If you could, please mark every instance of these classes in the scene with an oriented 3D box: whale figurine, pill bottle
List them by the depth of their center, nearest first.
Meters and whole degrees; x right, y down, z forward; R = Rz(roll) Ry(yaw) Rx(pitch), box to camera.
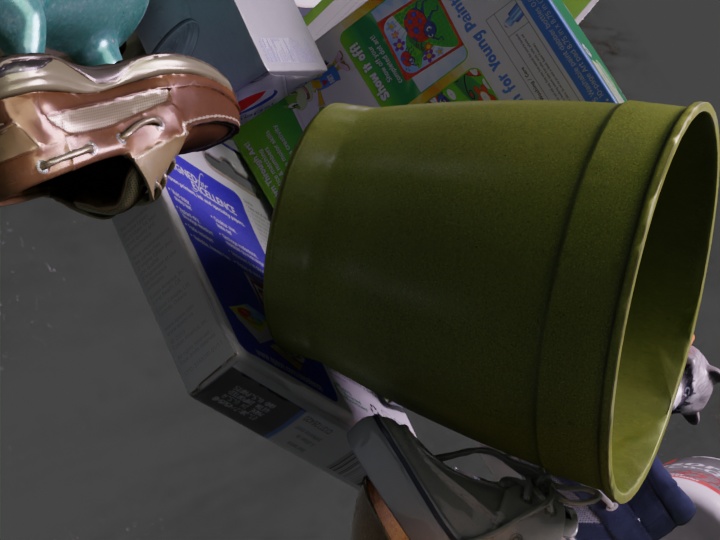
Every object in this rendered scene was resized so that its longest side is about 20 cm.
[{"bbox_3d":[-0.165,-0.159,1.423,0.159,0.104,0.200,51,12,-10],"label":"whale figurine"},{"bbox_3d":[0.214,0.182,1.804,0.116,0.116,0.200,56,14,8],"label":"pill bottle"}]

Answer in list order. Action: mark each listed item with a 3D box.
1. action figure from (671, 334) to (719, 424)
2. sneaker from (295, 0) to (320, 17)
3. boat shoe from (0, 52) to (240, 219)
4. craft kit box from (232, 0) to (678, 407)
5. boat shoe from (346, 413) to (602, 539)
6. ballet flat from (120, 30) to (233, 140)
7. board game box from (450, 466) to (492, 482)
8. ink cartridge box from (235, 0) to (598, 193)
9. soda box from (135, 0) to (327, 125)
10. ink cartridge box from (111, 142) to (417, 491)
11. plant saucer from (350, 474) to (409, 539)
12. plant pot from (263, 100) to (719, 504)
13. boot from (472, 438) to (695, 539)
[{"bbox_3d":[0.128,0.033,1.623,0.193,0.105,0.200,29,6,-11],"label":"action figure"},{"bbox_3d":[-0.077,-0.180,1.797,0.199,0.079,0.130,51,13,-8],"label":"sneaker"},{"bbox_3d":[-0.130,-0.060,1.364,0.200,0.076,0.074,-6,71,-53],"label":"boat shoe"},{"bbox_3d":[0.050,-0.061,1.522,0.200,0.197,0.049,60,14,19],"label":"craft kit box"},{"bbox_3d":[0.081,0.130,1.396,0.202,0.086,0.075,49,6,-20],"label":"boat shoe"},{"bbox_3d":[-0.136,-0.138,1.576,0.200,0.074,0.074,48,16,-14],"label":"ballet flat"},{"bbox_3d":[0.085,0.162,1.561,0.105,0.023,0.200,59,4,10],"label":"board game box"},{"bbox_3d":[0.041,-0.107,1.654,0.148,0.200,0.076,-48,130,-42],"label":"ink cartridge box"},{"bbox_3d":[-0.099,-0.180,1.527,0.063,0.068,0.200,-8,70,-59],"label":"soda box"},{"bbox_3d":[-0.059,0.012,1.496,0.198,0.047,0.200,32,24,-51],"label":"ink cartridge box"},{"bbox_3d":[0.052,0.192,1.399,0.200,0.035,0.200,50,6,-7],"label":"plant saucer"},{"bbox_3d":[0.061,-0.004,1.387,0.193,0.201,0.200,13,5,17],"label":"plant pot"},{"bbox_3d":[0.135,0.126,1.675,0.073,0.090,0.200,56,0,-27],"label":"boot"}]
